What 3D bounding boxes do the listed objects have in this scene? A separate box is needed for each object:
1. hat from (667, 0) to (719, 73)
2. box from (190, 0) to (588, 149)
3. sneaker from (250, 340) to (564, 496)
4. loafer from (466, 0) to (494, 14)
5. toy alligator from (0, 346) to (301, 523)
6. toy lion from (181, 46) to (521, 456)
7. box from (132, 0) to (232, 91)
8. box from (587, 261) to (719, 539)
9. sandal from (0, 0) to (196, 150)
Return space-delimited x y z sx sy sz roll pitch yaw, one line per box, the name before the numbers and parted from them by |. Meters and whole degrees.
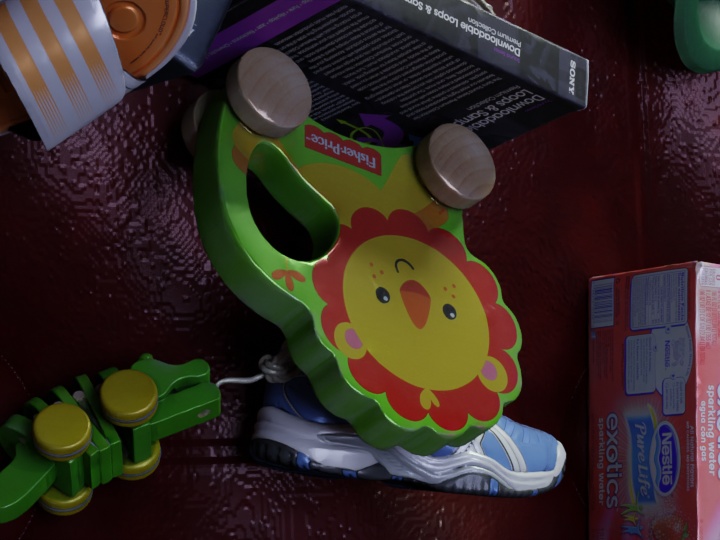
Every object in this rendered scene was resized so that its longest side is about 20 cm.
hat | 0.174 -0.243 1.574 0.166 0.176 0.201 -44 147 -33
box | 0.005 -0.115 1.362 0.199 0.143 0.036 23 63 -31
sneaker | 0.035 0.083 1.389 0.199 0.076 0.077 12 81 -34
loafer | 0.006 -0.149 1.412 0.199 0.067 0.076 15 76 -33
toy alligator | -0.119 0.069 1.299 0.199 0.059 0.054 -27 57 -23
toy lion | 0.000 0.000 1.333 0.199 0.069 0.192 21 53 -29
box | -0.128 -0.215 1.302 0.148 0.107 0.201 36 65 -27
box | 0.203 0.100 1.500 0.094 0.102 0.201 6 80 -34
sandal | -0.171 -0.088 1.217 0.079 0.206 0.059 58 11 -32
